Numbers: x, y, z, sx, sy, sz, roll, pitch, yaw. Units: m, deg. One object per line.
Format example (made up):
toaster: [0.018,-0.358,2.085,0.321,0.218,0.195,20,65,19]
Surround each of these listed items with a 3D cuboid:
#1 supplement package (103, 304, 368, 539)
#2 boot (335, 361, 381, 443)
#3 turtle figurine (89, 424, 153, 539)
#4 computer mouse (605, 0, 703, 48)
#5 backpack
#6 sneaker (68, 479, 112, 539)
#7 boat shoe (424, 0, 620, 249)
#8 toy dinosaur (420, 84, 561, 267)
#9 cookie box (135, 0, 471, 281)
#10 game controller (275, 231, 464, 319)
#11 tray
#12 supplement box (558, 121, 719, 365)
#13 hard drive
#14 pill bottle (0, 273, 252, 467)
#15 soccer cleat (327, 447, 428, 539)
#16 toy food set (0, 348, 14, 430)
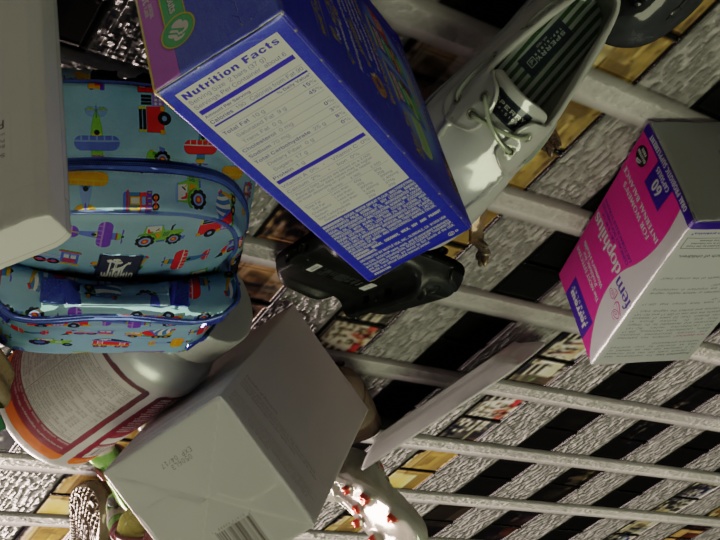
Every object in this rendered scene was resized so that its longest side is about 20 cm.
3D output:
supplement package: [-0.089,0.134,0.844,0.121,0.200,0.120,-34,98,20]
boot: [-0.078,0.151,1.018,0.199,0.071,0.146,-32,140,16]
turtle figurine: [-0.185,0.199,1.002,0.200,0.143,0.195,-35,121,-38]
computer mouse: [0.235,-0.202,0.660,0.199,0.034,0.058,-35,139,27]
backpack: [-0.146,-0.034,0.627,0.181,0.136,0.200,3,163,-22]
sneaker: [-0.268,0.272,1.134,0.075,0.071,0.200,-18,153,-31]
boat shoe: [0.083,-0.100,0.641,0.073,0.067,0.201,34,86,-12]
toy dinosaur: [0.047,-0.085,0.719,0.134,0.086,0.201,12,133,-22]
cookie box: [-0.034,-0.115,0.567,0.075,0.172,0.200,-29,142,16]
game controller: [0.000,0.000,0.776,0.104,0.042,0.200,28,165,-12]
tray: [0.088,0.127,1.039,0.200,0.022,0.107,-37,171,23]
supplement box: [0.255,-0.017,0.866,0.102,0.102,0.201,-3,144,-16]
hard drive: [-0.211,-0.078,0.525,0.131,0.201,0.026,-20,146,9]
pill bottle: [-0.183,0.063,0.816,0.199,0.110,0.109,-34,141,27]
soccer cleat: [0.007,0.220,1.063,0.077,0.199,0.070,-23,116,-33]
toy food set: [-0.285,0.018,0.656,0.049,0.200,0.198,-41,162,-20]
